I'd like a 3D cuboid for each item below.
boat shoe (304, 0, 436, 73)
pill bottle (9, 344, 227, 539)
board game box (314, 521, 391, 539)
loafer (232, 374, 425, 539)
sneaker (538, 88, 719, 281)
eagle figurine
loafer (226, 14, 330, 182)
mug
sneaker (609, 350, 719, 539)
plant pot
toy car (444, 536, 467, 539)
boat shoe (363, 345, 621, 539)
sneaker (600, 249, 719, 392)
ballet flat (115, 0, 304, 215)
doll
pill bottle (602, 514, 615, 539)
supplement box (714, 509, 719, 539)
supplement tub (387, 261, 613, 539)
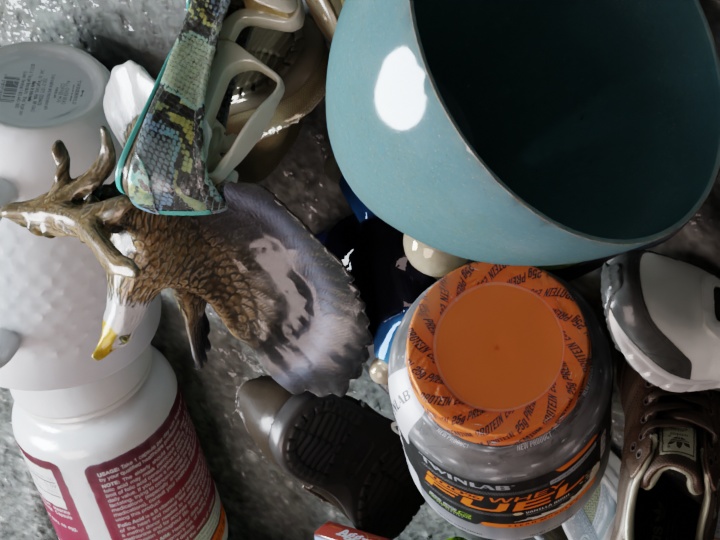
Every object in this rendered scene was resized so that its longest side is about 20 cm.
[{"bbox_3d":[0.028,-0.108,1.464,0.072,0.067,0.200,55,176,37],"label":"boat shoe"},{"bbox_3d":[-0.166,0.117,1.843,0.114,0.114,0.201,12,137,31],"label":"pill bottle"},{"bbox_3d":[0.059,0.222,1.670,0.199,0.019,0.104,14,122,37],"label":"board game box"},{"bbox_3d":[-0.013,0.105,1.706,0.071,0.073,0.200,35,174,33],"label":"loafer"},{"bbox_3d":[0.118,-0.051,1.439,0.083,0.072,0.200,32,146,-15],"label":"sneaker"},{"bbox_3d":[-0.101,-0.009,1.561,0.151,0.153,0.199,-37,143,30],"label":"eagle figurine"},{"bbox_3d":[-0.058,-0.093,1.557,0.067,0.076,0.200,38,161,-17],"label":"loafer"},{"bbox_3d":[-0.200,-0.026,1.647,0.147,0.200,0.176,13,131,11],"label":"mug"},{"bbox_3d":[0.171,0.090,1.463,0.070,0.202,0.076,6,167,-3],"label":"sneaker"},{"bbox_3d":[0.060,-0.085,1.344,0.200,0.200,0.134,47,138,-13],"label":"plant pot"},{"bbox_3d":[0.045,0.291,1.839,0.163,0.159,0.200,-22,139,24],"label":"toy car"},{"bbox_3d":[0.073,0.096,1.655,0.202,0.065,0.074,41,144,-2],"label":"boat shoe"},{"bbox_3d":[0.208,0.031,1.435,0.199,0.074,0.080,23,144,-33],"label":"sneaker"},{"bbox_3d":[-0.065,-0.120,1.452,0.074,0.201,0.074,17,172,2],"label":"ballet flat"},{"bbox_3d":[0.000,0.000,1.598,0.200,0.048,0.137,-24,74,58],"label":"doll"},{"bbox_3d":[0.236,0.201,1.590,0.199,0.113,0.113,20,141,23],"label":"pill bottle"},{"bbox_3d":[0.196,0.169,1.511,0.068,0.201,0.066,8,163,35],"label":"supplement box"},{"bbox_3d":[0.078,0.070,1.518,0.122,0.123,0.200,28,167,13],"label":"supplement tub"}]
